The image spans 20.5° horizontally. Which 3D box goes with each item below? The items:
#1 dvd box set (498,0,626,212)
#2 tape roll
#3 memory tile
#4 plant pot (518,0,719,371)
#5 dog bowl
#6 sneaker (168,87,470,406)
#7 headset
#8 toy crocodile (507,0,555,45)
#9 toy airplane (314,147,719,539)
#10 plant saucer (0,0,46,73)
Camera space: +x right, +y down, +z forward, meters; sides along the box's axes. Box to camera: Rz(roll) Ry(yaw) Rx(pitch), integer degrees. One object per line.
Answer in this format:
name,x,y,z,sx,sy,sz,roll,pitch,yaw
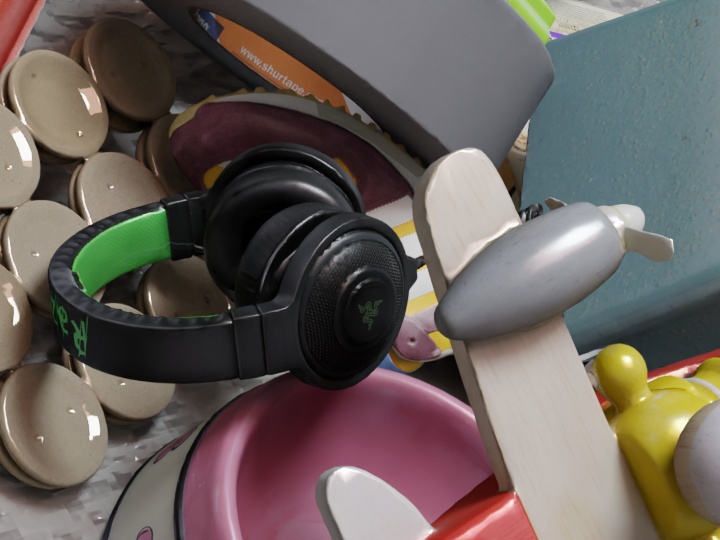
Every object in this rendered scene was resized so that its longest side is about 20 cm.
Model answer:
dvd box set,0.115,-0.071,1.057,0.146,0.029,0.201,8,47,-33
tape roll,-0.015,-0.112,0.876,0.200,0.066,0.200,34,-5,4
memory tile,-0.113,-0.014,0.812,0.154,0.017,0.200,56,39,-5
plant pot,0.207,-0.016,0.884,0.196,0.199,0.197,37,46,-31
dog bowl,0.004,0.122,0.756,0.199,0.074,0.201,21,42,-20
sneaker,0.000,0.000,0.854,0.199,0.075,0.091,29,55,-24
headset,-0.019,0.010,0.773,0.199,0.094,0.124,-12,26,-13
toy crocodile,0.025,-0.163,0.922,0.067,0.062,0.200,37,13,-51
toy airplane,0.086,0.078,0.691,0.200,0.141,0.200,31,57,-31
plant saucer,-0.233,-0.148,0.860,0.199,0.037,0.201,28,40,-12
